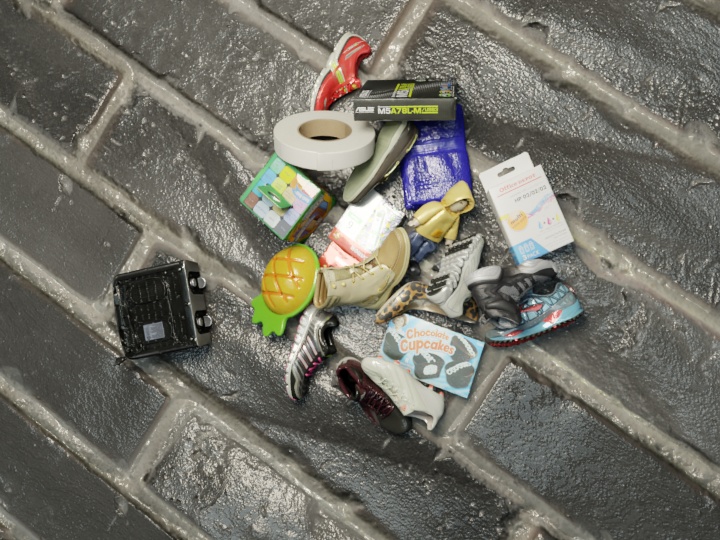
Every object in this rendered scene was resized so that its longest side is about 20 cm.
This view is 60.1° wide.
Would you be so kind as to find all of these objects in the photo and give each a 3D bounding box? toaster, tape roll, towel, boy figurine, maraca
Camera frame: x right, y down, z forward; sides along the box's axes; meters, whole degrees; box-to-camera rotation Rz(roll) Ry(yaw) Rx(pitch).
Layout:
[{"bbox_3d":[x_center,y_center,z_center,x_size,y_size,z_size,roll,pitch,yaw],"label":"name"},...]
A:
[{"bbox_3d":[-0.420,0.087,1.312,0.195,0.119,0.185,-12,87,8],"label":"toaster"},{"bbox_3d":[-0.069,-0.253,1.194,0.198,0.204,0.038,9,125,8],"label":"tape roll"},{"bbox_3d":[0.147,-0.232,1.264,0.144,0.050,0.205,-8,88,9],"label":"towel"},{"bbox_3d":[0.154,-0.085,1.234,0.200,0.123,0.065,-48,40,16],"label":"boy figurine"},{"bbox_3d":[-0.155,0.040,1.277,0.137,0.106,0.202,41,101,38],"label":"maraca"}]

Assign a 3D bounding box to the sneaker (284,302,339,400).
[{"bbox_3d":[-0.095,0.174,1.283,0.086,0.074,0.204,14,87,15],"label":"sneaker"}]

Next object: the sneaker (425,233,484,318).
[{"bbox_3d":[0.195,0.008,1.212,0.081,0.075,0.201,49,53,-18],"label":"sneaker"}]

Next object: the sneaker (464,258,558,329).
[{"bbox_3d":[0.292,0.047,1.166,0.196,0.075,0.116,-7,76,-20],"label":"sneaker"}]

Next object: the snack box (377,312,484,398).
[{"bbox_3d":[0.141,0.166,1.265,0.196,0.037,0.119,19,91,9],"label":"snack box"}]

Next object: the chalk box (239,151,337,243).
[{"bbox_3d":[-0.145,-0.142,1.231,0.124,0.200,0.125,41,95,7],"label":"chalk box"}]

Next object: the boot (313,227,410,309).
[{"bbox_3d":[0.000,0.000,1.199,0.202,0.152,0.074,-62,40,40],"label":"boot"}]

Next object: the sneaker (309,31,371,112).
[{"bbox_3d":[-0.041,-0.389,1.284,0.084,0.077,0.203,28,94,3],"label":"sneaker"}]

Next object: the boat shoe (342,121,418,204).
[{"bbox_3d":[0.042,-0.210,1.229,0.060,0.072,0.203,30,100,-36],"label":"boat shoe"}]

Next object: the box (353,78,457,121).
[{"bbox_3d":[0.091,-0.332,1.202,0.188,0.201,0.049,4,117,8],"label":"box"}]

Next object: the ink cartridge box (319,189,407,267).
[{"bbox_3d":[-0.003,-0.063,1.283,0.108,0.050,0.202,36,93,8],"label":"ink cartridge box"}]

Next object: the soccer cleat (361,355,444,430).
[{"bbox_3d":[0.082,0.239,1.227,0.198,0.069,0.079,33,58,-12],"label":"soccer cleat"}]

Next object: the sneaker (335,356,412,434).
[{"bbox_3d":[0.018,0.262,1.243,0.199,0.115,0.076,42,95,7],"label":"sneaker"}]

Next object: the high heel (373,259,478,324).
[{"bbox_3d":[0.134,0.086,1.231,0.198,0.072,0.144,-34,80,-15],"label":"high heel"}]

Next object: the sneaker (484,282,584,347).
[{"bbox_3d":[0.331,0.086,1.229,0.196,0.079,0.097,-21,72,2],"label":"sneaker"}]

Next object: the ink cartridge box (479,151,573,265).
[{"bbox_3d":[0.322,-0.126,1.225,0.113,0.068,0.204,-24,86,7],"label":"ink cartridge box"}]
